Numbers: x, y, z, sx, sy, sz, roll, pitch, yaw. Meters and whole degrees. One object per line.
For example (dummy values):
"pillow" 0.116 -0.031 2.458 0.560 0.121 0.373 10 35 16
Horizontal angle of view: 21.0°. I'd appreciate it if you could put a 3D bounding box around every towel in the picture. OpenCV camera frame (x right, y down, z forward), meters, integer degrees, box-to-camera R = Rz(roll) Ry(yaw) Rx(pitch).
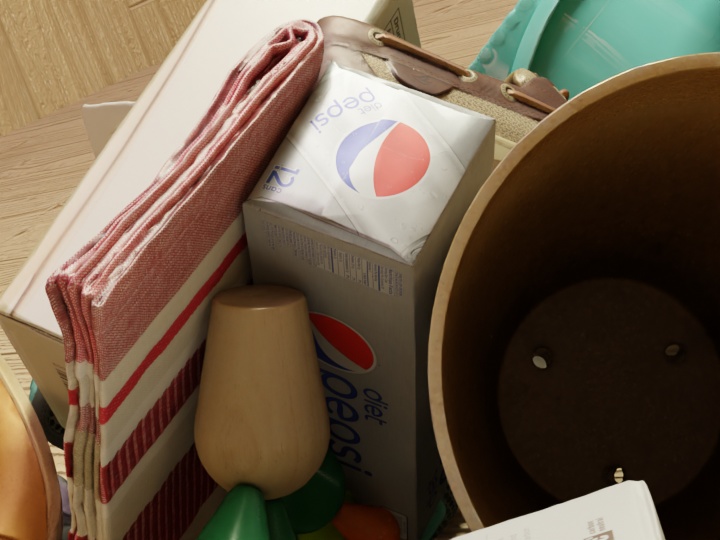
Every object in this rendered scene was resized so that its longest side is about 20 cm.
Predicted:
"towel" -0.058 0.028 0.672 0.023 0.201 0.144 24 49 16

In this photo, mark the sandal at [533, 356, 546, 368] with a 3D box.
"sandal" 0.000 0.000 0.848 0.199 0.055 0.082 28 31 13

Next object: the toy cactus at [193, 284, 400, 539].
"toy cactus" -0.039 0.087 0.658 0.101 0.167 0.200 6 15 23

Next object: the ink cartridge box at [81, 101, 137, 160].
"ink cartridge box" -0.061 0.000 0.961 0.067 0.202 0.116 -26 14 -23

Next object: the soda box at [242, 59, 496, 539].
"soda box" 0.006 0.019 0.706 0.063 0.201 0.069 21 59 15

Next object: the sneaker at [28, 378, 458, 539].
"sneaker" -0.044 0.071 0.826 0.198 0.078 0.091 6 25 -3

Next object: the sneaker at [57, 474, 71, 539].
"sneaker" -0.118 0.137 0.822 0.199 0.076 0.091 -10 29 52

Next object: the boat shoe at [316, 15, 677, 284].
"boat shoe" 0.064 -0.047 0.752 0.198 0.073 0.072 15 -30 -22

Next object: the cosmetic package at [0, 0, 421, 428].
"cosmetic package" -0.051 -0.026 0.777 0.073 0.104 0.201 21 64 20

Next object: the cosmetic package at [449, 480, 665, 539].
"cosmetic package" 0.000 0.141 0.528 0.198 0.103 0.074 -18 13 8

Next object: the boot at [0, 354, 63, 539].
"boot" -0.177 0.123 0.731 0.143 0.071 0.202 -14 55 -17

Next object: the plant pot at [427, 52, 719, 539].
"plant pot" 0.103 0.040 0.664 0.185 0.188 0.200 -22 -4 -7

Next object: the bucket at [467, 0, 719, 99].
"bucket" 0.125 -0.067 0.898 0.208 0.134 0.207 -51 -6 -8
